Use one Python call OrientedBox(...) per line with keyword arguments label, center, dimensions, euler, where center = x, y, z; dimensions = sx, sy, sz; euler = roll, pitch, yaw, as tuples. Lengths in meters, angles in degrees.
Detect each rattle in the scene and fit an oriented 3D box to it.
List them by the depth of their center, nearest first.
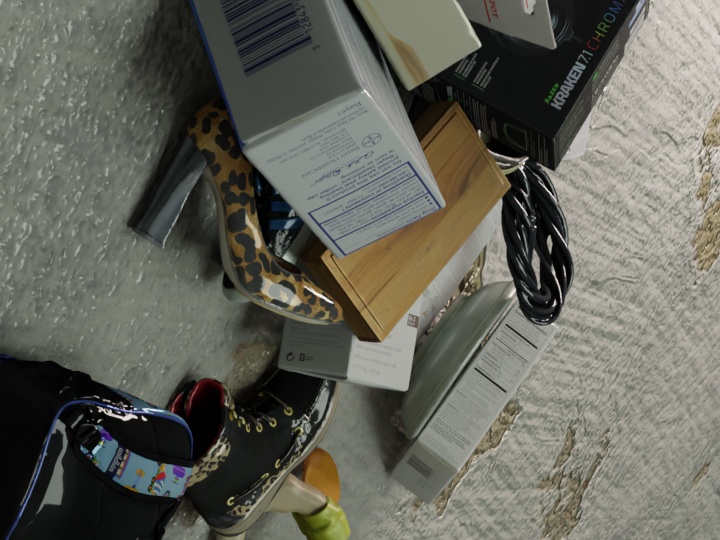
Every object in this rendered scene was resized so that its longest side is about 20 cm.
OrientedBox(label="rattle", center=(-0.104, 0.273, 1.828), dimensions=(0.130, 0.143, 0.201), euler=(27, 106, -29))

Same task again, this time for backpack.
OrientedBox(label="backpack", center=(-0.227, 0.163, 1.434), dimensions=(0.199, 0.134, 0.184), euler=(16, 99, -60))

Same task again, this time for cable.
OrientedBox(label="cable", center=(0.175, -0.046, 1.888), dimensions=(0.163, 0.050, 0.202), euler=(24, 58, -73))

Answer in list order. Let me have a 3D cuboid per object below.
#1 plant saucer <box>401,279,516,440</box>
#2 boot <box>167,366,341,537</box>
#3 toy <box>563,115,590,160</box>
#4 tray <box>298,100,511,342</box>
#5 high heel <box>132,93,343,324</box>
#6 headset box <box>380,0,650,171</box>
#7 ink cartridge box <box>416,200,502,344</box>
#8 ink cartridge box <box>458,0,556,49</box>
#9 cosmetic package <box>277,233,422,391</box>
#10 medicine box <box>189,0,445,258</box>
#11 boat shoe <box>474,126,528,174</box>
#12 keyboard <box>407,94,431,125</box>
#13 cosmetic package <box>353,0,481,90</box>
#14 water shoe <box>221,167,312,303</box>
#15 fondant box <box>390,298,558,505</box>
OrientedBox(label="plant saucer", center=(0.092, 0.081, 1.933), dimensions=(0.201, 0.050, 0.200), euler=(-55, 176, -6))
OrientedBox(label="boot", center=(-0.102, 0.133, 1.684), dimensions=(0.201, 0.073, 0.151), euler=(-54, 150, -7))
OrientedBox(label="toy", center=(0.209, -0.216, 1.933), dimensions=(0.115, 0.047, 0.202), euler=(-18, 121, -60))
OrientedBox(label="tray", center=(0.042, -0.043, 1.617), dimensions=(0.200, 0.037, 0.099), euler=(-50, 119, -27))
OrientedBox(label="high heel", center=(-0.069, -0.048, 1.515), dimensions=(0.199, 0.071, 0.143), euler=(30, 91, -23))
OrientedBox(label="headset box", center=(0.130, -0.219, 1.664), dimensions=(0.175, 0.199, 0.093), euler=(-57, 166, -10))
OrientedBox(label="ink cartridge box", center=(0.063, -0.030, 1.852), dimensions=(0.201, 0.050, 0.162), euler=(-53, 150, -11))
OrientedBox(label="ink cartridge box", center=(0.088, -0.270, 1.542), dimensions=(0.068, 0.199, 0.116), euler=(-51, 149, -21))
OrientedBox(label="cosmetic package", center=(0.000, 0.000, 1.676), dimensions=(0.113, 0.080, 0.202), euler=(15, 83, -58))
OrientedBox(label="medicine box", center=(-0.035, -0.139, 1.443), dimensions=(0.102, 0.183, 0.200), euler=(-26, 150, 8))
OrientedBox(label="boat shoe", center=(0.139, -0.127, 1.766), dimensions=(0.200, 0.064, 0.074), euler=(-39, 103, -52))
OrientedBox(label="keyboard", center=(0.077, -0.180, 1.768), dimensions=(0.104, 0.039, 0.202), euler=(37, 72, -54))
OrientedBox(label="cosmetic package", center=(0.010, -0.251, 1.448), dimensions=(0.071, 0.105, 0.201), euler=(-30, 121, 5))
OrientedBox(label="water shoe", center=(-0.072, -0.069, 1.598), dimensions=(0.079, 0.071, 0.201), euler=(40, 77, -32))
OrientedBox(label="fondant box", center=(0.120, 0.141, 1.999), dimensions=(0.200, 0.058, 0.144), euler=(-51, 175, -23))
